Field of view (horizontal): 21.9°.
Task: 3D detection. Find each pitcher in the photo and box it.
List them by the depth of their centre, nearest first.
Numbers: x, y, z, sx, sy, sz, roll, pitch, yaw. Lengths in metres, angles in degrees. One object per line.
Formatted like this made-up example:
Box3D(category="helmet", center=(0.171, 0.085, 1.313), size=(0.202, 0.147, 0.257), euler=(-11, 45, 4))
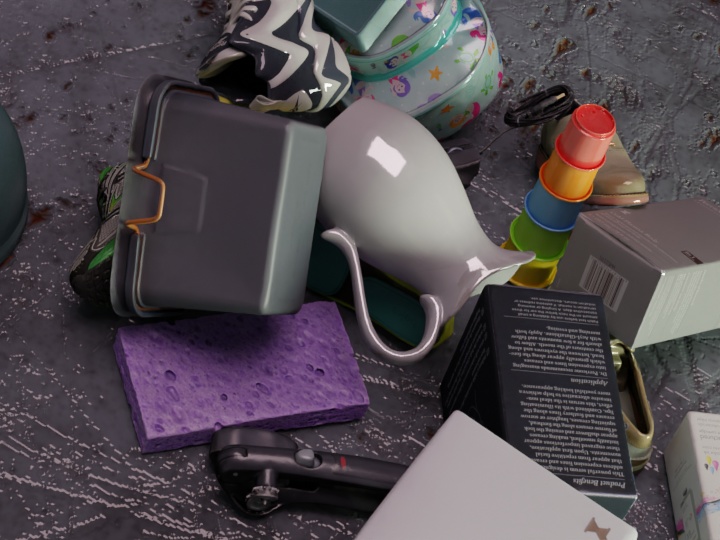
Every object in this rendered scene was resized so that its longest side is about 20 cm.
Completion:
Box3D(category="pitcher", center=(0.025, -0.033, 1.577), size=(0.200, 0.121, 0.171), euler=(48, 61, 2))

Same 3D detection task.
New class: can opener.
Box3D(category="can opener", center=(-0.024, 0.166, 1.507), size=(0.198, 0.064, 0.079), euler=(10, 56, -10))

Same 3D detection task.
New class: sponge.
Box3D(category="sponge", center=(-0.100, 0.087, 1.570), size=(0.199, 0.030, 0.112), euler=(-7, 54, -22))

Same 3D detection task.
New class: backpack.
Box3D(category="backpack", center=(0.036, -0.222, 1.774), size=(0.177, 0.151, 0.201), euler=(-30, 68, 1))

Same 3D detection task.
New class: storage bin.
Box3D(category="storage bin", center=(-0.113, -0.052, 1.524), size=(0.133, 0.202, 0.145), euler=(9, 2, 21))

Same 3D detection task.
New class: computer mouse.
Box3D(category="computer mouse", center=(0.113, -0.122, 1.746), size=(0.199, 0.034, 0.059), euler=(-34, 39, -8))

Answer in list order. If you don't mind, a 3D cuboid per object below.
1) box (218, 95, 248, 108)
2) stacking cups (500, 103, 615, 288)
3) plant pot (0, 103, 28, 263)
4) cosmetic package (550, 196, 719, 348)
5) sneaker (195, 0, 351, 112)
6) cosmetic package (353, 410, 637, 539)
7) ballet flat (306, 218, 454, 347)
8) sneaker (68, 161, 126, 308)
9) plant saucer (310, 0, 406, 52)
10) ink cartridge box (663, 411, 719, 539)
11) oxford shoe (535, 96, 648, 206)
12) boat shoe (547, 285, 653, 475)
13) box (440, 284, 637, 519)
Box3D(category="box", center=(-0.065, -0.090, 1.694), size=(0.199, 0.075, 0.050), euler=(23, 51, 0))
Box3D(category="stacking cups", center=(0.180, -0.064, 1.663), size=(0.060, 0.200, 0.061), euler=(9, 51, -12))
Box3D(category="plant pot", center=(-0.374, -0.101, 1.567), size=(0.199, 0.135, 0.201), euler=(8, 51, -10))
Box3D(category="cosmetic package", center=(0.277, -0.001, 1.672), size=(0.107, 0.091, 0.199), euler=(36, 32, 32))
Box3D(category="sneaker", center=(-0.108, -0.223, 1.686), size=(0.129, 0.079, 0.200), euler=(-20, 79, -41))
Box3D(category="cosmetic package", center=(0.073, 0.251, 1.379), size=(0.166, 0.201, 0.167), euler=(34, 50, 11))
Box3D(category="ballet flat", center=(0.000, 0.000, 1.657), size=(0.199, 0.067, 0.067), euler=(34, 29, 7))
Box3D(category="sneaker", center=(-0.203, -0.041, 1.621), size=(0.085, 0.078, 0.200), euler=(21, 40, 10))
Box3D(category="plant saucer", center=(-0.044, -0.276, 1.732), size=(0.200, 0.019, 0.070), euler=(38, 89, 33))
Box3D(category="ink cartridge box", center=(0.332, 0.224, 1.568), size=(0.116, 0.068, 0.201), euler=(6, 51, -12))
Box3D(category="oxford shoe", center=(0.212, -0.111, 1.736), size=(0.070, 0.074, 0.200), euler=(-4, 21, -18))
Box3D(category="boat shoe", center=(0.218, 0.080, 1.642), size=(0.071, 0.076, 0.201), euler=(-7, 55, -22))
Box3D(category="box", center=(0.141, 0.137, 1.526), size=(0.106, 0.149, 0.201), euler=(6, 51, -12))
